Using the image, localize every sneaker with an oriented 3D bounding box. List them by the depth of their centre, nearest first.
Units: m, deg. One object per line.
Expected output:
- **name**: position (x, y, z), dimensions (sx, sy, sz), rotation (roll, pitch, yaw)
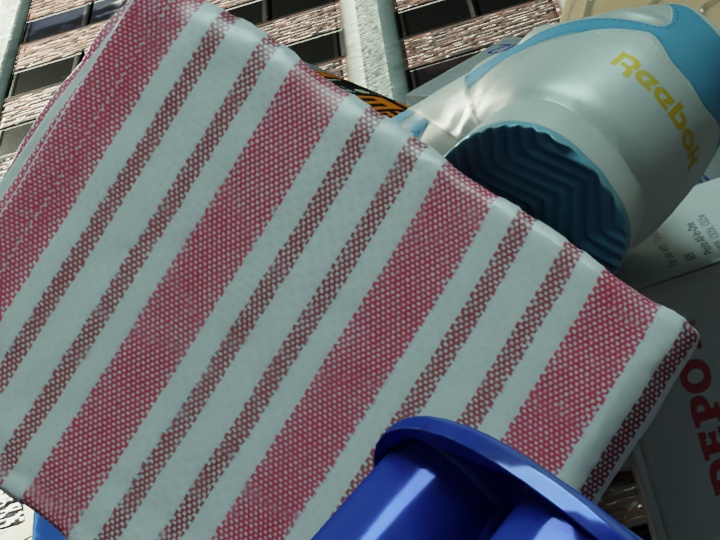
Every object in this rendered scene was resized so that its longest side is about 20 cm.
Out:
- **sneaker**: position (0.039, -0.023, 0.857), dimensions (0.081, 0.077, 0.200), rotation (-43, 14, -29)

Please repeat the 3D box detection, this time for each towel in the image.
- **towel**: position (-0.022, 0.025, 0.790), dimensions (0.200, 0.146, 0.030), rotation (35, 5, 21)

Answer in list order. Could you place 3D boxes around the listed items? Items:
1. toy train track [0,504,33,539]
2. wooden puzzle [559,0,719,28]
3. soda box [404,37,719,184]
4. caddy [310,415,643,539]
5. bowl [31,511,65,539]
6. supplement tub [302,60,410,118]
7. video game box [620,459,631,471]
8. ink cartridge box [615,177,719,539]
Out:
- **toy train track**: position (-0.114, 0.097, 1.123), dimensions (0.115, 0.033, 0.200), rotation (-27, 14, -2)
- **wooden puzzle**: position (0.154, -0.106, 1.279), dimensions (0.185, 0.046, 0.200), rotation (-32, 32, 37)
- **soda box**: position (0.115, -0.052, 1.136), dimensions (0.200, 0.064, 0.068), rotation (4, 27, 44)
- **caddy**: position (0.057, 0.123, 0.680), dimensions (0.105, 0.200, 0.141), rotation (-44, 27, -18)
- **bowl**: position (-0.069, 0.028, 0.924), dimensions (0.039, 0.201, 0.201), rotation (9, 16, -12)
- **supplement tub**: position (0.000, 0.000, 1.027), dimensions (0.122, 0.123, 0.200), rotation (-27, 31, -25)
- **video game box**: position (0.093, 0.017, 1.132), dimensions (0.182, 0.047, 0.200), rotation (-3, 24, 31)
- **ink cartridge box**: position (0.176, 0.031, 0.876), dimensions (0.200, 0.146, 0.084), rotation (-17, 18, 1)
